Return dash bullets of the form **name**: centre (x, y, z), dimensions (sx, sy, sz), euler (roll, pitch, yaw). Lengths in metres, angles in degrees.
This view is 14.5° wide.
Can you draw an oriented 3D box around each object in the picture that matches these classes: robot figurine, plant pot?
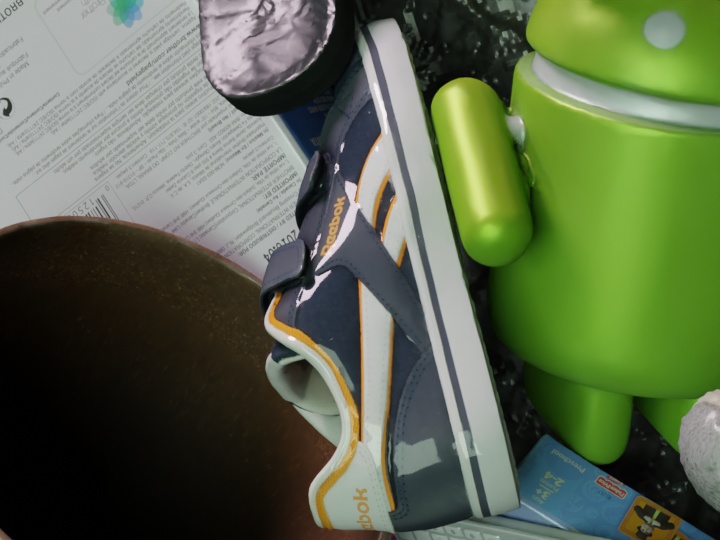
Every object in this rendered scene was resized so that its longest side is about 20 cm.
- **robot figurine**: centre (0.109, -0.032, 1.022), dimensions (0.175, 0.116, 0.201), euler (2, 110, -16)
- **plant pot**: centre (-0.114, 0.116, 1.053), dimensions (0.187, 0.187, 0.200), euler (44, 129, 11)

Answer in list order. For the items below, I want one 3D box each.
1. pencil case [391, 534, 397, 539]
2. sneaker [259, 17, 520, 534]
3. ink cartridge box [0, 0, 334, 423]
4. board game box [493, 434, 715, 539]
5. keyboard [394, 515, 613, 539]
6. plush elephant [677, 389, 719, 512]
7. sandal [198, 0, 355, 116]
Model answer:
- **pencil case**: centre (-0.001, 0.198, 1.122), dimensions (0.088, 0.088, 0.201), euler (-6, 93, 22)
- **sneaker**: centre (0.000, 0.000, 1.009), dimensions (0.079, 0.079, 0.201), euler (-14, 58, 4)
- **ink cartridge box**: centre (-0.073, -0.034, 1.123), dimensions (0.136, 0.076, 0.200), euler (-36, 82, 23)
- **board game box**: centre (0.132, 0.163, 1.044), dimensions (0.200, 0.037, 0.152), euler (32, 145, 16)
- **keyboard**: centre (0.095, 0.117, 0.990), dimensions (0.199, 0.011, 0.056), euler (9, 132, 38)
- **plush elephant**: centre (0.230, 0.047, 0.865), dimensions (0.199, 0.165, 0.155), euler (13, 109, -24)
- **sandal**: centre (-0.042, -0.150, 1.062), dimensions (0.075, 0.048, 0.201), euler (-26, 51, 18)
